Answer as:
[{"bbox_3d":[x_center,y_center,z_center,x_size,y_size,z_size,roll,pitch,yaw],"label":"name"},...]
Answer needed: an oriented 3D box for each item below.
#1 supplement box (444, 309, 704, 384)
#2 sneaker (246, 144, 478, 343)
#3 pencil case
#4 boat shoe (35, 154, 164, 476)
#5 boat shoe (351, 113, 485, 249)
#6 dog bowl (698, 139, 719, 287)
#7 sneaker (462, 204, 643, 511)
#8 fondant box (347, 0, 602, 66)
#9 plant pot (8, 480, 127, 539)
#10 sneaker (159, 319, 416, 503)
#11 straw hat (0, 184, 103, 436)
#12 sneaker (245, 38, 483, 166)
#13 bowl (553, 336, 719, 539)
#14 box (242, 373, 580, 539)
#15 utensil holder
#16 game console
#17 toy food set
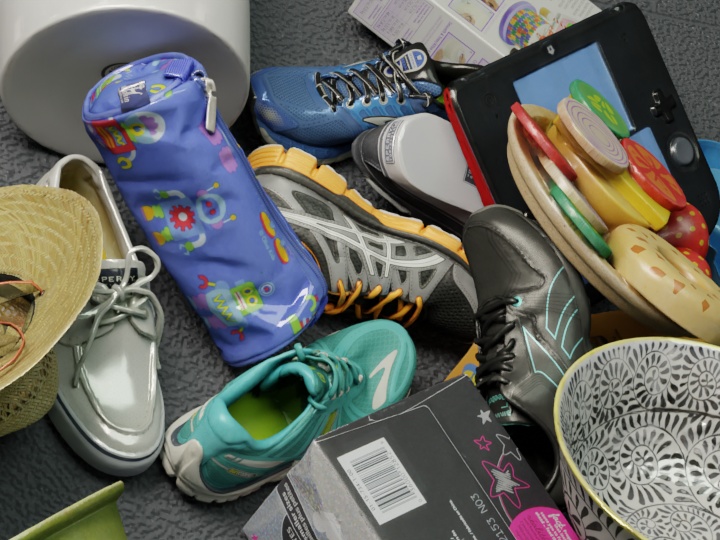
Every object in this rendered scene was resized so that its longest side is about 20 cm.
[{"bbox_3d":[0.156,0.072,1.379,0.199,0.069,0.067,-5,59,-36],"label":"supplement box"},{"bbox_3d":[0.000,0.000,1.337,0.199,0.078,0.077,28,56,-3],"label":"sneaker"},{"bbox_3d":[-0.090,-0.039,1.241,0.201,0.086,0.078,61,31,-23],"label":"pencil case"},{"bbox_3d":[-0.150,0.017,1.216,0.074,0.086,0.203,3,55,-30],"label":"boat shoe"},{"bbox_3d":[0.078,-0.045,1.417,0.199,0.068,0.072,26,72,-33],"label":"boat shoe"},{"bbox_3d":[0.299,-0.012,1.542,0.200,0.050,0.112,36,45,-2],"label":"dog bowl"},{"bbox_3d":[0.105,0.054,1.263,0.079,0.075,0.201,-16,76,-34],"label":"sneaker"},{"bbox_3d":[0.105,-0.180,1.532,0.200,0.058,0.144,37,38,-1],"label":"fondant box"},{"bbox_3d":[-0.158,0.235,0.997,0.200,0.200,0.191,-26,86,-42],"label":"plant pot"},{"bbox_3d":[-0.030,0.079,1.247,0.200,0.080,0.078,-28,74,-43],"label":"sneaker"},{"bbox_3d":[-0.212,0.048,1.150,0.085,0.200,0.202,64,33,-35],"label":"straw hat"},{"bbox_3d":[0.008,-0.126,1.420,0.199,0.089,0.079,-3,57,-34],"label":"sneaker"},{"bbox_3d":[0.194,0.139,1.186,0.199,0.095,0.201,11,36,-8],"label":"bowl"},{"bbox_3d":[0.046,0.187,1.189,0.132,0.115,0.200,-20,68,-39],"label":"box"},{"bbox_3d":[-0.152,-0.195,1.320,0.169,0.170,0.201,12,52,-24],"label":"utensil holder"},{"bbox_3d":[0.158,-0.077,1.417,0.199,0.031,0.178,-28,100,-37],"label":"game console"},{"bbox_3d":[0.167,-0.038,1.314,0.198,0.049,0.200,45,23,-4],"label":"toy food set"}]
